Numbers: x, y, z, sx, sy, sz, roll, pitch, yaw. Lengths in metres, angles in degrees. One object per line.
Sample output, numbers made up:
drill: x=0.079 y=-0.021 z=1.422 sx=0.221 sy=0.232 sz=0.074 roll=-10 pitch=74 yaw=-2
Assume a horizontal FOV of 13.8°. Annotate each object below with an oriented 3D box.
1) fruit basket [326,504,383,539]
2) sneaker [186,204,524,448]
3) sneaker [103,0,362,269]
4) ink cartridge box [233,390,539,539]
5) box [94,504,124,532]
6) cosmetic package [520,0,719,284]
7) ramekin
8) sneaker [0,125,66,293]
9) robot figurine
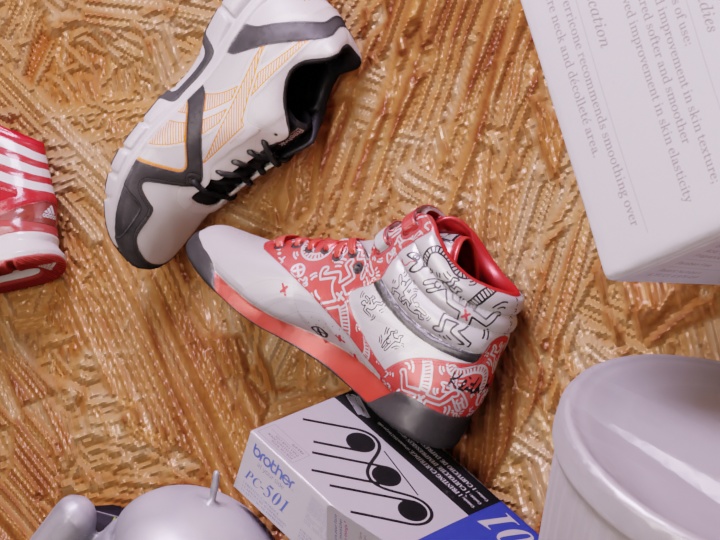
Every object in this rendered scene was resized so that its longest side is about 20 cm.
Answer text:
fruit basket: x=0.061 y=0.224 z=1.473 sx=0.200 sy=0.094 sz=0.186 roll=34 pitch=140 yaw=35
sneaker: x=0.001 y=0.000 z=1.642 sx=0.201 sy=0.067 sz=0.108 roll=36 pitch=107 yaw=27
sneaker: x=-0.075 y=-0.077 z=1.693 sx=0.080 sy=0.074 sz=0.200 roll=43 pitch=112 yaw=26
ink cartridge box: x=0.034 y=0.146 z=1.589 sx=0.200 sy=0.094 sz=0.044 roll=41 pitch=130 yaw=28
box: x=-0.115 y=0.248 z=1.729 sx=0.142 sy=0.036 sz=0.201 roll=9 pitch=94 yaw=35
cosmetic package: x=0.214 y=-0.102 z=1.436 sx=0.199 sy=0.166 sz=0.168 roll=-23 pitch=75 yaw=33
ramekin: x=0.177 y=0.131 z=1.439 sx=0.202 sy=0.202 sz=0.095 roll=35 pitch=119 yaw=31
sneaker: x=-0.269 y=-0.037 z=1.838 sx=0.199 sy=0.078 sz=0.116 roll=-9 pitch=74 yaw=22
robot figurine: x=-0.116 y=0.196 z=1.641 sx=0.169 sy=0.113 sz=0.200 roll=40 pitch=115 yaw=-11
